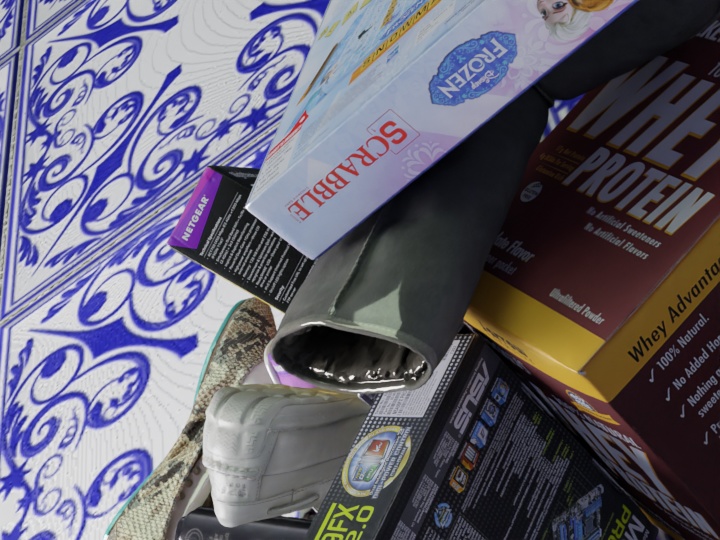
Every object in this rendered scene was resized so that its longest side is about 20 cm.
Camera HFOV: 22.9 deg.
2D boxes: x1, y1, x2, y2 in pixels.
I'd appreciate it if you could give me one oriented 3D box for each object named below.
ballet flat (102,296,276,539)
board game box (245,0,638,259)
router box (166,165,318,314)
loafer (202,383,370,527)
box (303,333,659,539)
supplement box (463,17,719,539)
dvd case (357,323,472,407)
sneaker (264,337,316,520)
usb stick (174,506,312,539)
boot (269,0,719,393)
[{"bbox_3d":[-0.085,0.113,1.110,0.075,0.068,0.200,19,71,32],"label":"ballet flat"},{"bbox_3d":[0.049,-0.125,0.741,0.200,0.041,0.200,-37,23,37],"label":"board game box"},{"bbox_3d":[0.000,0.000,0.962,0.051,0.149,0.200,-61,-13,8],"label":"router box"},{"bbox_3d":[-0.008,0.094,0.918,0.070,0.200,0.070,10,95,40],"label":"loafer"},{"bbox_3d":[0.040,0.153,0.771,0.044,0.160,0.200,-3,50,46],"label":"box"},{"bbox_3d":[0.177,0.011,0.786,0.197,0.200,0.133,-47,31,-6],"label":"supplement box"},{"bbox_3d":[0.077,0.032,0.891,0.016,0.200,0.149,37,86,25],"label":"dvd case"},{"bbox_3d":[-0.022,0.102,0.991,0.073,0.114,0.201,-22,40,30],"label":"sneaker"},{"bbox_3d":[-0.018,0.157,0.920,0.200,0.033,0.056,1,91,38],"label":"usb stick"},{"bbox_3d":[0.056,-0.047,0.732,0.182,0.073,0.200,-26,25,54],"label":"boot"}]
